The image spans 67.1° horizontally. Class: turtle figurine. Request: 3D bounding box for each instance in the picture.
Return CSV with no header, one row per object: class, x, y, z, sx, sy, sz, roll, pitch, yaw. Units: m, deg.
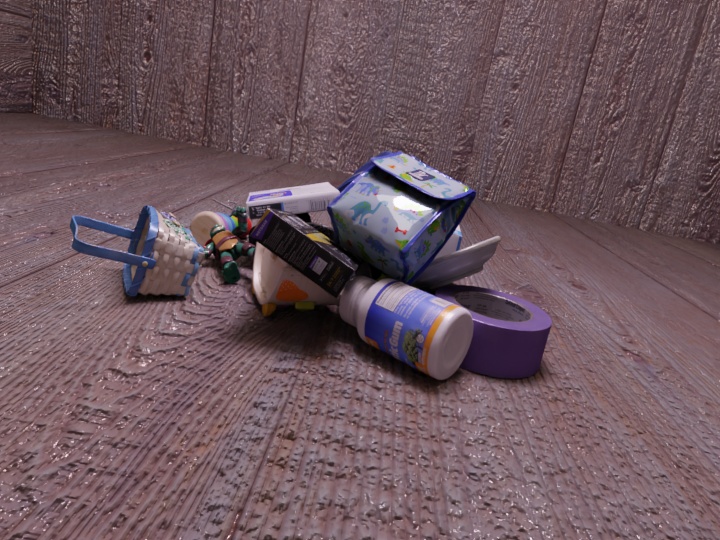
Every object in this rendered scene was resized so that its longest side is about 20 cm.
turtle figurine,-0.271,-0.059,1.091,0.200,0.150,0.101,40,-8,38

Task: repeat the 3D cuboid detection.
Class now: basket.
basket,-0.377,-0.040,0.911,0.198,0.141,0.176,12,14,-34

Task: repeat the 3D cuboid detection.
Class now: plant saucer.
plant saucer,0.168,-0.006,0.999,0.198,0.051,0.200,-20,-2,-1

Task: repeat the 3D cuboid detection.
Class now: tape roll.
tape roll,0.215,0.098,0.926,0.197,0.086,0.200,9,16,-3

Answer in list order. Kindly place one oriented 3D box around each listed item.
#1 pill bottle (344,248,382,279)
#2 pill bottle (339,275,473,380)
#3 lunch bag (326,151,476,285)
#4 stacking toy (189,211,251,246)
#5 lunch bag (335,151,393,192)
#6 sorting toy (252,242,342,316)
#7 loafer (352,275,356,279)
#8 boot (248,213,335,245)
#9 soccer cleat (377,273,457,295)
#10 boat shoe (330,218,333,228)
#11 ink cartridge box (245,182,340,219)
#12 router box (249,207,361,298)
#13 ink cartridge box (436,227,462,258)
pill bottle,0.072,-0.062,1.030,0.199,0.113,0.112,-33,36,-22
pill bottle,0.064,0.079,0.845,0.199,0.113,0.111,22,20,36
lunch bag,0.072,-0.104,0.914,0.169,0.128,0.200,34,65,26
stacking toy,-0.317,-0.101,1.278,0.084,0.086,0.200,13,11,10
lunch bag,0.031,-0.168,1.235,0.132,0.136,0.200,-43,11,-20
sorting toy,-0.091,0.023,0.974,0.178,0.108,0.200,11,16,-25
loafer,0.000,0.000,1.159,0.068,0.071,0.200,38,40,10
boot,-0.122,-0.080,1.168,0.209,0.080,0.158,11,15,9
soccer cleat,0.118,0.038,1.097,0.198,0.065,0.084,16,22,2
boat shoe,0.031,-0.066,1.136,0.199,0.073,0.063,36,21,7
ink cartridge box,-0.150,-0.156,1.201,0.196,0.044,0.200,-9,16,-7
router box,-0.079,-0.032,0.875,0.157,0.052,0.200,36,5,1
ink cartridge box,0.146,-0.047,1.252,0.143,0.149,0.200,12,17,4
